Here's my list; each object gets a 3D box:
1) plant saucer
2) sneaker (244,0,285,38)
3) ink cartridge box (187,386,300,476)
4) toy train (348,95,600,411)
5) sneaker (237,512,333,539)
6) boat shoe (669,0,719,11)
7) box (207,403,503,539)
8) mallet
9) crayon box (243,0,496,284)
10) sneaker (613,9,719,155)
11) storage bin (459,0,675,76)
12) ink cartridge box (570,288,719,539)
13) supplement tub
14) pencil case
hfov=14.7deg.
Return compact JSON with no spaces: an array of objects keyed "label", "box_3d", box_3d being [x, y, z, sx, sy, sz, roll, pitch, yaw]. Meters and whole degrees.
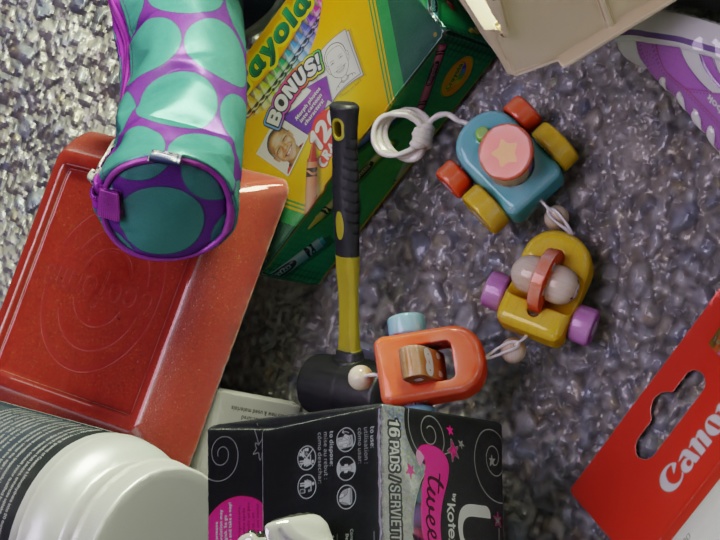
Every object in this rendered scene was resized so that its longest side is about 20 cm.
[{"label":"plant saucer","box_3d":[-0.155,0.015,1.756,0.199,0.037,0.201,15,84,43]},{"label":"sneaker","box_3d":[-0.073,-0.217,1.765,0.200,0.084,0.075,-50,48,47]},{"label":"ink cartridge box","box_3d":[-0.133,0.168,1.773,0.145,0.084,0.201,9,87,41]},{"label":"toy train","box_3d":[0.061,-0.011,1.620,0.150,0.056,0.201,-5,74,9]},{"label":"sneaker","box_3d":[-0.080,0.212,1.478,0.200,0.075,0.081,-41,68,28]},{"label":"boat shoe","box_3d":[0.191,-0.185,1.569,0.199,0.072,0.062,5,68,35]},{"label":"box","box_3d":[0.001,0.182,1.533,0.132,0.115,0.201,-9,77,38]},{"label":"mallet","box_3d":[0.000,0.000,1.684,0.066,0.041,0.201,19,114,36]},{"label":"crayon box","box_3d":[-0.017,-0.105,1.741,0.200,0.058,0.119,-52,53,21]},{"label":"sneaker","box_3d":[0.206,-0.074,1.538,0.200,0.073,0.115,27,103,40]},{"label":"storage bin","box_3d":[0.122,-0.231,1.540,0.198,0.094,0.200,-31,41,2]},{"label":"ink cartridge box","box_3d":[0.204,0.128,1.518,0.200,0.057,0.163,47,113,31]},{"label":"supplement tub","box_3d":[-0.187,0.158,1.672,0.200,0.140,0.141,11,90,41]},{"label":"pencil case","box_3d":[-0.116,-0.104,1.704,0.200,0.092,0.085,-90,17,-45]}]
